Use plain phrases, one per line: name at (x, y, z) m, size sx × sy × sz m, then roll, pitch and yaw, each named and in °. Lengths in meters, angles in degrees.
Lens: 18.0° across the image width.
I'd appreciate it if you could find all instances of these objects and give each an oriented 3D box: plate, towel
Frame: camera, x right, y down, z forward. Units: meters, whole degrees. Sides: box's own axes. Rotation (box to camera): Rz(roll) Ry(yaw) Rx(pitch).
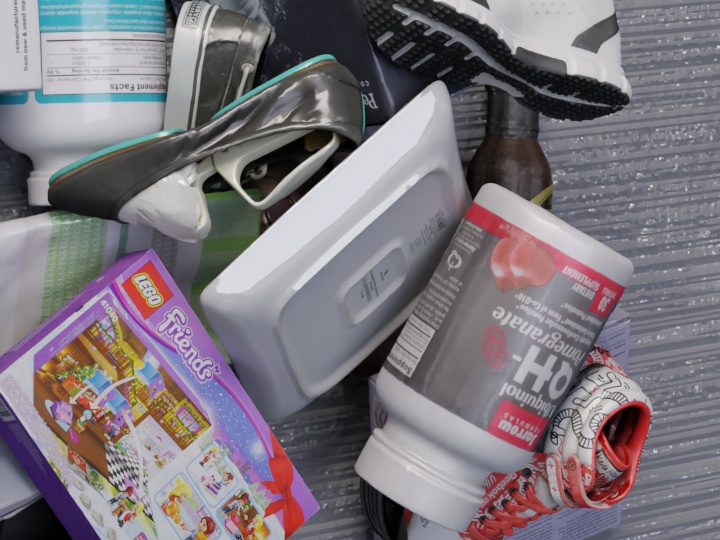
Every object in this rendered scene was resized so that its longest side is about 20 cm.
plate at (0.000, 0.000, 1.412) m, size 0.200 × 0.032 × 0.200 m, roll -43°, pitch 155°, yaw -12°
towel at (-0.160, 0.022, 1.432) m, size 0.199 × 0.031 × 0.150 m, roll -9°, pitch 134°, yaw -24°

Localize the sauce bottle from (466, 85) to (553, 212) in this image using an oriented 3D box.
sauce bottle at (0.103, -0.040, 1.599) m, size 0.064 × 0.065 × 0.202 m, roll 2°, pitch 93°, yaw -28°

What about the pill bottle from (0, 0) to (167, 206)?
pill bottle at (-0.176, -0.142, 1.420) m, size 0.110 × 0.111 × 0.202 m, roll -3°, pitch 94°, yaw -28°

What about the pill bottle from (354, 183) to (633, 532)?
pill bottle at (0.078, 0.056, 1.423) m, size 0.110 × 0.111 × 0.201 m, roll 27°, pitch 94°, yaw -26°

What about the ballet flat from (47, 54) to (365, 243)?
ballet flat at (-0.088, -0.061, 1.348) m, size 0.199 × 0.068 × 0.069 m, roll -24°, pitch 74°, yaw 4°

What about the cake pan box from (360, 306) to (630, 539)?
cake pan box at (0.094, 0.128, 1.572) m, size 0.199 × 0.052 × 0.185 m, roll -21°, pitch 126°, yaw -25°

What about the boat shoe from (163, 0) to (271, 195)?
boat shoe at (-0.089, -0.079, 1.435) m, size 0.063 × 0.201 × 0.071 m, roll 13°, pitch 48°, yaw 4°

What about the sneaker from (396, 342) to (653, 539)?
sneaker at (0.108, 0.139, 1.480) m, size 0.067 × 0.108 × 0.202 m, roll 29°, pitch 99°, yaw -43°

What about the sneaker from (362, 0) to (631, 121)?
sneaker at (0.080, -0.153, 1.363) m, size 0.199 × 0.074 × 0.081 m, roll 18°, pitch 64°, yaw -38°

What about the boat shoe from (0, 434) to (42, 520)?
boat shoe at (-0.266, 0.146, 1.395) m, size 0.199 × 0.065 × 0.074 m, roll -17°, pitch 78°, yaw 3°

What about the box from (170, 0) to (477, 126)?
box at (-0.027, -0.196, 1.440) m, size 0.117 × 0.196 × 0.201 m, roll -29°, pitch 105°, yaw -33°

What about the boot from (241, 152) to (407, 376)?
boot at (-0.002, -0.006, 1.547) m, size 0.199 × 0.070 × 0.147 m, roll 15°, pitch 77°, yaw -35°

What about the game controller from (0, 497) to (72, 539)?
game controller at (-0.170, 0.161, 1.483) m, size 0.199 × 0.042 × 0.105 m, roll 15°, pitch 99°, yaw -27°

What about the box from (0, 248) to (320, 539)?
box at (-0.127, 0.107, 1.373) m, size 0.137 × 0.039 × 0.201 m, roll -41°, pitch 107°, yaw -32°

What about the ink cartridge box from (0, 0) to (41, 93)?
ink cartridge box at (-0.305, -0.140, 1.331) m, size 0.199 × 0.146 × 0.085 m, roll -5°, pitch 96°, yaw -27°
